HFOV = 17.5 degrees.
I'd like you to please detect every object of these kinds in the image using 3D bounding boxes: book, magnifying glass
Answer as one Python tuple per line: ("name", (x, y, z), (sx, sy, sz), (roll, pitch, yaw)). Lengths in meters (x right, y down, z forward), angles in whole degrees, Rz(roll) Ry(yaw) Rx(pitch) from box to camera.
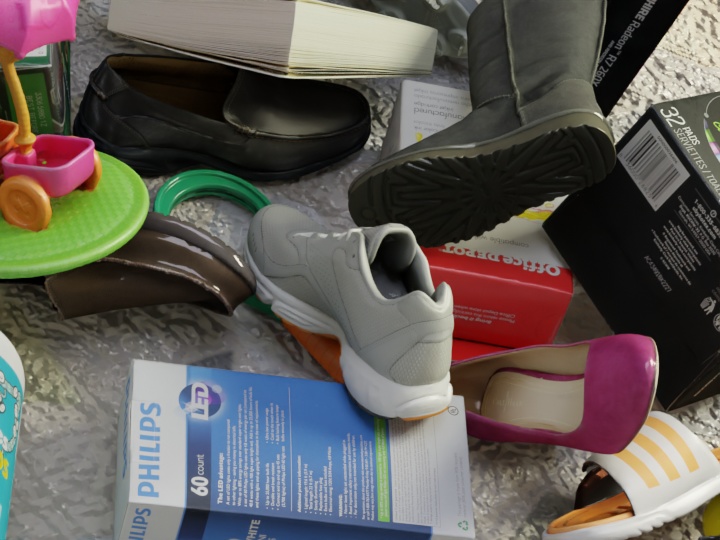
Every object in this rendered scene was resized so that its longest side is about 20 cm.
("book", (-0.053, -0.154, 1.486), (0.133, 0.049, 0.200), (12, 8, 26))
("magnifying glass", (-0.055, 0.011, 1.455), (0.079, 0.022, 0.200), (-29, 62, -34))

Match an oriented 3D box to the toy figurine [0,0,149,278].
("toy figurine", (-0.219, -0.118, 1.314), (0.199, 0.185, 0.150), (15, 34, 24))

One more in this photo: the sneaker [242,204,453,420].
("sneaker", (0.000, 0.000, 1.382), (0.075, 0.093, 0.200), (-7, 34, -34))

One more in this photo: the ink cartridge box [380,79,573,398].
("ink cartridge box", (0.072, -0.019, 1.485), (0.115, 0.067, 0.201), (9, 49, -9))

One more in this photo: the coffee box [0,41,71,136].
("coffee box", (-0.208, -0.159, 1.481), (0.044, 0.123, 0.201), (-4, 50, -3))

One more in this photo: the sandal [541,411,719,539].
("sandal", (0.186, 0.109, 1.390), (0.205, 0.079, 0.060), (-20, 93, -28))

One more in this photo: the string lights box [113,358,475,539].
("string lights box", (-0.039, 0.117, 1.341), (0.198, 0.059, 0.103), (7, 48, -11))

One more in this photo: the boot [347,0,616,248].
("boot", (0.077, -0.110, 1.464), (0.180, 0.073, 0.201), (-13, 40, 7))

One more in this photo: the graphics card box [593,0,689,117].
("graphics card box", (0.184, -0.198, 1.581), (0.051, 0.200, 0.126), (22, 46, -11))

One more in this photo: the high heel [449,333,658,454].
("high heel", (0.102, 0.065, 1.346), (0.095, 0.200, 0.068), (13, 82, -12))

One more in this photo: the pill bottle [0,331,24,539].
("pill bottle", (-0.241, 0.095, 1.264), (0.110, 0.111, 0.201), (8, 49, -10))

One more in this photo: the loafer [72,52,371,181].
("loafer", (-0.083, -0.104, 1.507), (0.198, 0.073, 0.073), (-4, 51, -21))

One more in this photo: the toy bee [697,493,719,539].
("toy bee", (0.230, 0.183, 1.354), (0.199, 0.109, 0.131), (18, 33, -35))

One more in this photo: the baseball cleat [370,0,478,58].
("baseball cleat", (0.023, -0.229, 1.648), (0.199, 0.070, 0.106), (36, 50, 13))

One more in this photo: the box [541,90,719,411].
("box", (0.244, -0.023, 1.459), (0.199, 0.124, 0.149), (-13, 63, -45))

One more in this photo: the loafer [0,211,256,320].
("loafer", (-0.161, 0.001, 1.405), (0.198, 0.073, 0.072), (13, 72, 7))
